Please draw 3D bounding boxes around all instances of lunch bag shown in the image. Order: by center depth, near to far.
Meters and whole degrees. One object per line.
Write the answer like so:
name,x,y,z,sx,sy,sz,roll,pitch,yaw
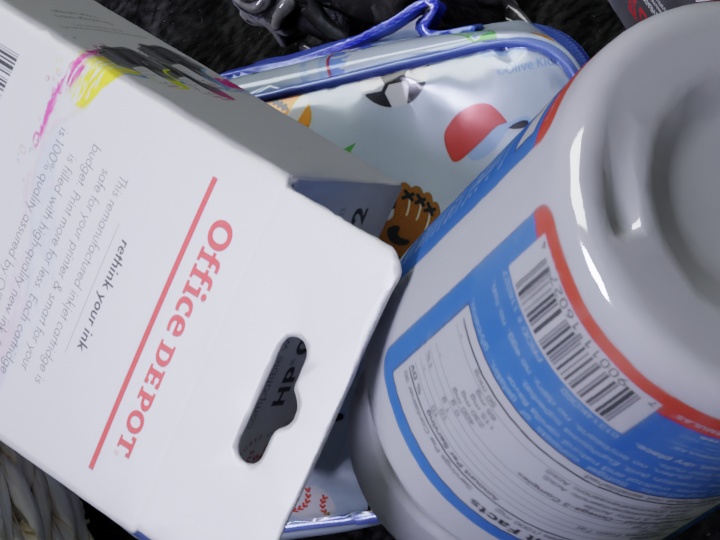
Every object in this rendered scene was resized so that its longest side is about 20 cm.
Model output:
lunch bag,0.000,0.000,0.894,0.199,0.161,0.076,-12,4,10

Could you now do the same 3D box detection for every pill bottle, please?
pill bottle,0.067,0.017,0.744,0.113,0.112,0.200,-64,9,-27

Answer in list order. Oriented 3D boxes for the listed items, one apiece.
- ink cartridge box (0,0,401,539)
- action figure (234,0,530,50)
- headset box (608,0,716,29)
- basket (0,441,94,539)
ink cartridge box,-0.069,-0.002,0.819,0.200,0.068,0.116,32,106,27
action figure,-0.013,-0.126,1.024,0.199,0.119,0.103,16,88,8
headset box,0.123,-0.155,0.942,0.075,0.201,0.149,-11,37,-9
basket,-0.154,0.133,0.885,0.135,0.123,0.201,-23,78,27
